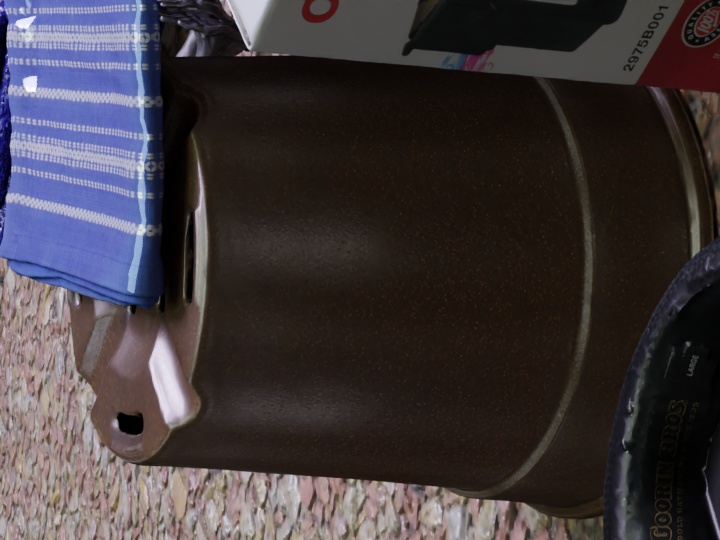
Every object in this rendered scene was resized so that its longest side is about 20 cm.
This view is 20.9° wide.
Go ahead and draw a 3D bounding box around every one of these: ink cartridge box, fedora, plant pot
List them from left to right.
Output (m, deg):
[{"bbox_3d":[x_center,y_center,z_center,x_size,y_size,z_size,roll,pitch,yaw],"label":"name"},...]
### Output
[{"bbox_3d":[0.000,0.000,0.762,0.200,0.196,0.203,-2,88,63],"label":"plant pot"},{"bbox_3d":[0.061,-0.142,0.644,0.146,0.198,0.083,-64,36,39],"label":"ink cartridge box"},{"bbox_3d":[0.150,0.081,0.571,0.200,0.091,0.203,-173,90,-67],"label":"fedora"}]

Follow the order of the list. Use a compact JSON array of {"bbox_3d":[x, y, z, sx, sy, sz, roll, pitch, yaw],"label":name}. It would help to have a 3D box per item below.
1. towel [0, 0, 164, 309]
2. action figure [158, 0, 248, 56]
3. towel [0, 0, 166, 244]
[{"bbox_3d":[-0.107,-0.091,0.715,0.144,0.024,0.202,13,106,62],"label":"towel"},{"bbox_3d":[-0.112,-0.055,1.092,0.119,0.101,0.202,-114,34,-65],"label":"action figure"},{"bbox_3d":[-0.168,-0.106,1.155,0.200,0.049,0.149,-51,-29,-66],"label":"towel"}]
